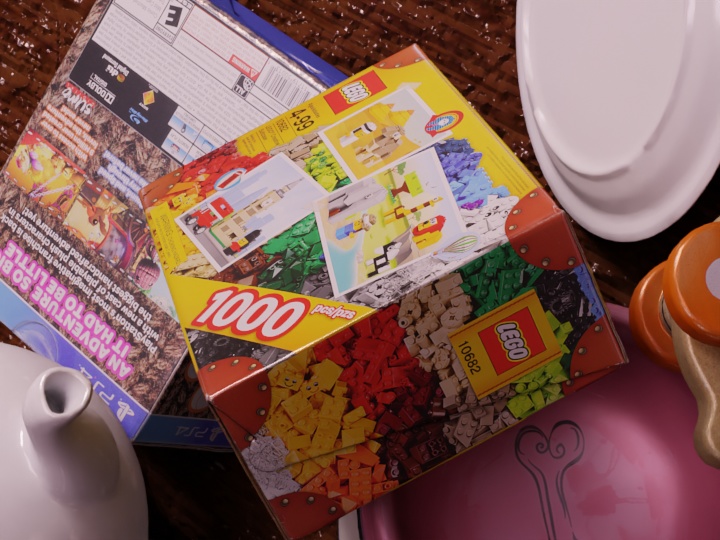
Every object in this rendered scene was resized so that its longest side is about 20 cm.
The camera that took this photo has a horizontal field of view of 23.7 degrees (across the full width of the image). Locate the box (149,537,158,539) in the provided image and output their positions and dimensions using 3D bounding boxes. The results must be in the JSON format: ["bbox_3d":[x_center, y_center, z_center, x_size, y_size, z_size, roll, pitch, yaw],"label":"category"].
[{"bbox_3d":[-0.139,0.220,0.908,0.199,0.044,0.162,10,87,30],"label":"box"}]

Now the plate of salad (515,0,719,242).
[{"bbox_3d":[0.125,-0.113,0.769,0.200,0.048,0.202,179,90,-66],"label":"plate of salad"}]

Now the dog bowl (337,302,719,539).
[{"bbox_3d":[0.087,0.101,0.729,0.198,0.074,0.202,-1,71,1],"label":"dog bowl"}]

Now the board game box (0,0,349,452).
[{"bbox_3d":[-0.092,-0.034,0.890,0.159,0.097,0.201,38,101,29],"label":"board game box"}]

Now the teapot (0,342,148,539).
[{"bbox_3d":[-0.206,0.118,0.780,0.196,0.146,0.201,20,86,29],"label":"teapot"}]

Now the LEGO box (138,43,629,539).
[{"bbox_3d":[0.000,0.000,0.714,0.148,0.077,0.200,-28,29,-2],"label":"LEGO box"}]

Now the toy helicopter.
[{"bbox_3d":[0.197,0.061,0.669,0.131,0.079,0.201,-18,79,-7],"label":"toy helicopter"}]
